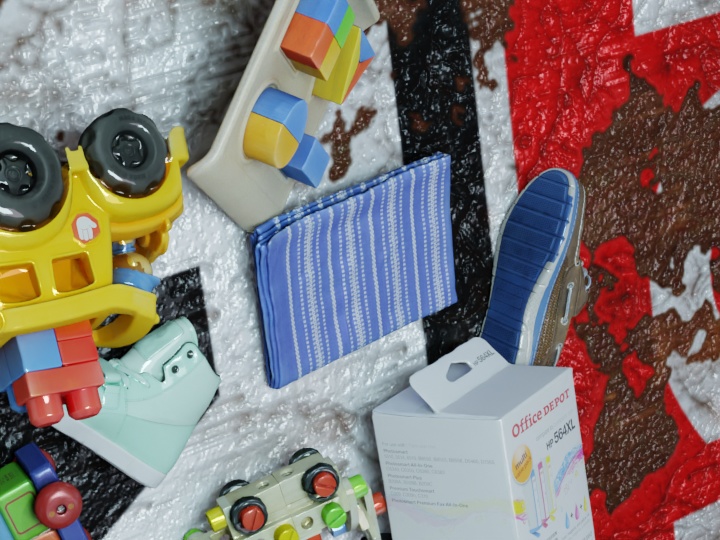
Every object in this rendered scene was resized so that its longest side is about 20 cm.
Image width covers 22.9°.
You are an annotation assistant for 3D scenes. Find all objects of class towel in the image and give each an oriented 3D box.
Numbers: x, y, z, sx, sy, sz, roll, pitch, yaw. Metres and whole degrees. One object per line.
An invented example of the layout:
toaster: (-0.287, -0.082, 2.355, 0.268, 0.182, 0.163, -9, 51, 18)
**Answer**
towel: (0.000, 0.000, 1.422, 0.199, 0.024, 0.146, -24, 124, -31)

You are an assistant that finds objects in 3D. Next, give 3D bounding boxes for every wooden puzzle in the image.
wooden puzzle: (-0.043, -0.128, 1.304, 0.201, 0.046, 0.185, -62, 165, -6)

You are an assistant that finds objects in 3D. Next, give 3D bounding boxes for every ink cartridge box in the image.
ink cartridge box: (0.102, 0.167, 1.456, 0.128, 0.124, 0.202, -28, 114, -52)

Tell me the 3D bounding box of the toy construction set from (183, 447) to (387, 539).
toy construction set: (-0.057, 0.216, 1.399, 0.199, 0.092, 0.132, -30, 116, -27)

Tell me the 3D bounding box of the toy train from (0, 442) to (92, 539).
toy train: (-0.235, 0.236, 1.288, 0.115, 0.085, 0.201, -28, 116, -16)

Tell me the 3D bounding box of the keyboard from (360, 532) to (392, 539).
keyboard: (0.068, 0.294, 1.552, 0.199, 0.021, 0.128, 8, 95, -36)

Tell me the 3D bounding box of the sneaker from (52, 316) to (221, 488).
sneaker: (-0.185, 0.065, 1.285, 0.119, 0.074, 0.200, -55, 135, -6)

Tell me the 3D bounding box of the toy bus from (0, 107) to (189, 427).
toy bus: (-0.198, 0.005, 1.185, 0.199, 0.136, 0.194, -13, 78, -35)

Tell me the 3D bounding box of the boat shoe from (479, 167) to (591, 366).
boat shoe: (0.157, 0.011, 1.530, 0.072, 0.072, 0.202, 8, 105, -41)
